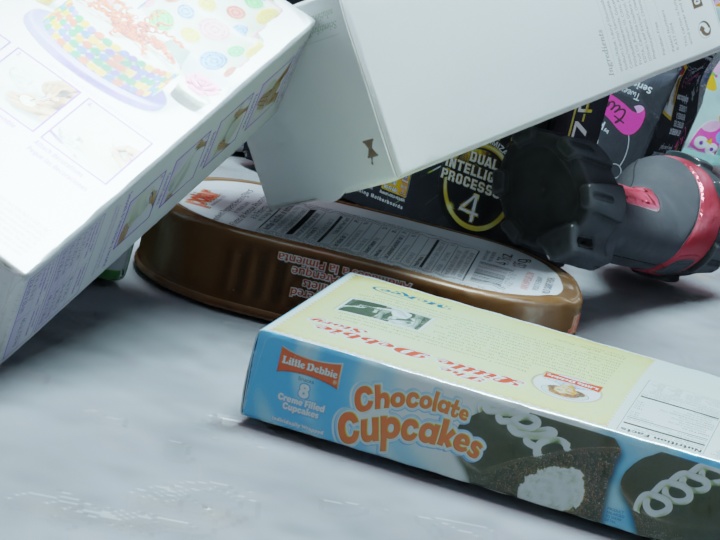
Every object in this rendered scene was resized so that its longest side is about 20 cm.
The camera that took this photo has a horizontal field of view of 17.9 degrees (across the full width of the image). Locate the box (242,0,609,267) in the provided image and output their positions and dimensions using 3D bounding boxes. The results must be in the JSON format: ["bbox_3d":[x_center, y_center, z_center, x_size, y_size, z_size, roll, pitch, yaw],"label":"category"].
[{"bbox_3d":[0.038,-0.106,1.184,0.199,0.162,0.049,25,14,38],"label":"box"}]

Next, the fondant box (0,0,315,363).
[{"bbox_3d":[-0.131,-0.072,0.880,0.144,0.058,0.200,35,47,10],"label":"fondant box"}]

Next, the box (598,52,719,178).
[{"bbox_3d":[0.090,-0.118,1.310,0.199,0.115,0.132,25,8,15],"label":"box"}]

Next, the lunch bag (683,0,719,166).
[{"bbox_3d":[0.191,-0.170,1.544,0.121,0.172,0.200,3,14,-38],"label":"lunch bag"}]

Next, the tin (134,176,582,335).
[{"bbox_3d":[0.000,0.000,1.002,0.199,0.042,0.112,14,10,6],"label":"tin"}]

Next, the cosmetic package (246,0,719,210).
[{"bbox_3d":[0.050,-0.099,1.002,0.199,0.085,0.107,-22,7,-35],"label":"cosmetic package"}]

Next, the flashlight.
[{"bbox_3d":[0.124,-0.034,1.103,0.067,0.068,0.200,23,5,28],"label":"flashlight"}]

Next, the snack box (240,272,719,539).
[{"bbox_3d":[0.067,0.052,0.851,0.199,0.037,0.116,16,14,14],"label":"snack box"}]

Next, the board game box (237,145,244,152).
[{"bbox_3d":[-0.099,-0.111,1.347,0.125,0.035,0.200,4,17,-28],"label":"board game box"}]

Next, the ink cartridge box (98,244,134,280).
[{"bbox_3d":[-0.180,-0.071,1.020,0.146,0.084,0.200,8,15,-16],"label":"ink cartridge box"}]
